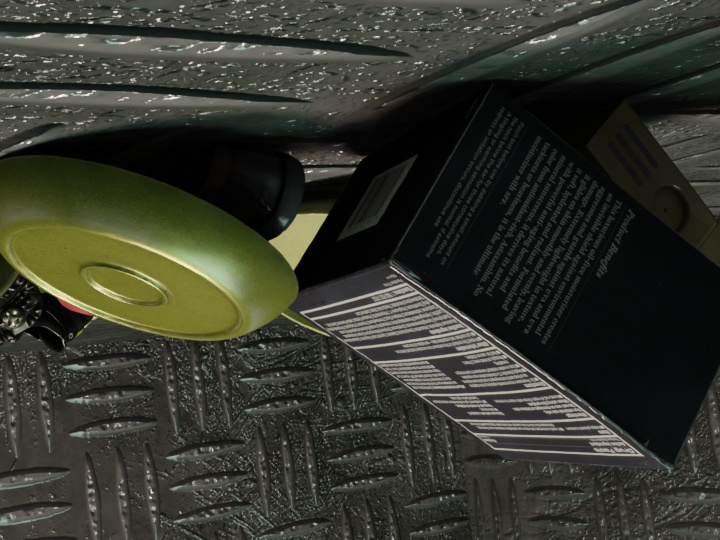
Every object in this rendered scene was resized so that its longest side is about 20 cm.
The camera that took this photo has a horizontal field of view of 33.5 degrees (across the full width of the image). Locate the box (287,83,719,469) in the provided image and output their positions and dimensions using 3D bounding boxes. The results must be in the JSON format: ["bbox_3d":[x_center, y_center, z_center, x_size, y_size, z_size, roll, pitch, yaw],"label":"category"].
[{"bbox_3d":[0.084,0.015,0.717,0.198,0.124,0.200,36,162,-14],"label":"box"}]

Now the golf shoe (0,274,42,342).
[{"bbox_3d":[-0.381,0.025,1.103,0.197,0.078,0.088,-6,-164,9],"label":"golf shoe"}]

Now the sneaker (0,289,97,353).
[{"bbox_3d":[-0.313,0.044,1.249,0.071,0.084,0.199,-10,175,38],"label":"sneaker"}]

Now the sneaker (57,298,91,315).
[{"bbox_3d":[-0.160,-0.001,0.998,0.198,0.072,0.098,-5,177,-9],"label":"sneaker"}]

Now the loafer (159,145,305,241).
[{"bbox_3d":[-0.115,-0.037,0.755,0.063,0.073,0.199,21,153,-35],"label":"loafer"}]

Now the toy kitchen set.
[{"bbox_3d":[0.249,-0.076,0.738,0.200,0.181,0.163,-48,-165,-20],"label":"toy kitchen set"}]

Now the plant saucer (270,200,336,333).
[{"bbox_3d":[0.000,0.000,0.958,0.197,0.031,0.201,11,150,6],"label":"plant saucer"}]

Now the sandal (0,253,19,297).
[{"bbox_3d":[-0.285,-0.010,0.704,0.200,0.081,0.057,-2,159,-47],"label":"sandal"}]

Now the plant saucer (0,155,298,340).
[{"bbox_3d":[-0.136,-0.003,0.709,0.198,0.031,0.200,14,158,6],"label":"plant saucer"}]
